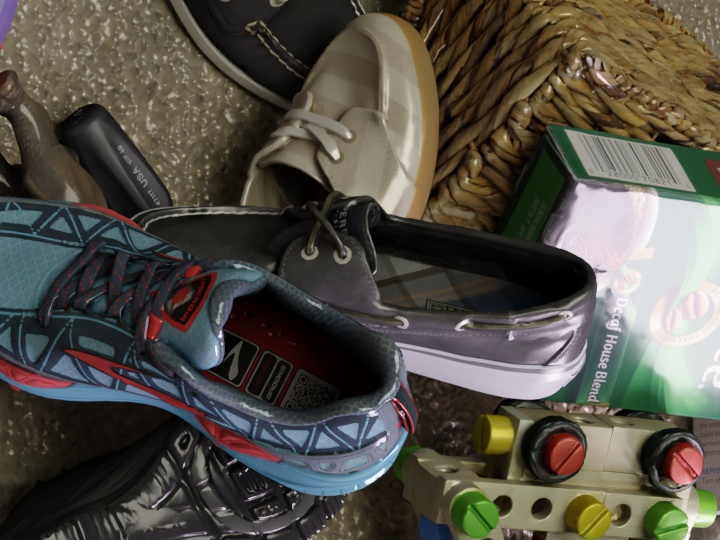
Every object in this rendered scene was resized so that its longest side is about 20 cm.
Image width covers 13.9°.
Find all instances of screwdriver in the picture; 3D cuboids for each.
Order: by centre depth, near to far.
[{"bbox_3d":[-0.067,0.008,1.273,0.200,0.028,0.029,55,25,-29],"label":"screwdriver"}]

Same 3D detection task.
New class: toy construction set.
[{"bbox_3d":[0.087,0.123,1.328,0.200,0.092,0.131,2,105,-41],"label":"toy construction set"}]

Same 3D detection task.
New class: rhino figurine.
[{"bbox_3d":[-0.166,0.022,1.159,0.087,0.060,0.200,45,60,-24],"label":"rhino figurine"}]

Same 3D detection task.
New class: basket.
[{"bbox_3d":[0.094,-0.052,1.370,0.200,0.143,0.149,28,23,-38],"label":"basket"}]

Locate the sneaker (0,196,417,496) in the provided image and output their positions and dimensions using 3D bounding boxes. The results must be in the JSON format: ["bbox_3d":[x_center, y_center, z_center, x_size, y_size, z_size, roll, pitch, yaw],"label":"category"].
[{"bbox_3d":[-0.069,0.013,1.109,0.200,0.096,0.079,20,69,-4],"label":"sneaker"}]

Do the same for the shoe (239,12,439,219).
[{"bbox_3d":[-0.017,-0.018,1.255,0.053,0.070,0.200,23,78,-49],"label":"shoe"}]

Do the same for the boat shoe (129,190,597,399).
[{"bbox_3d":[0.000,0.000,1.185,0.200,0.066,0.070,15,44,-5],"label":"boat shoe"}]

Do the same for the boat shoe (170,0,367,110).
[{"bbox_3d":[-0.051,-0.147,1.278,0.200,0.060,0.074,52,56,-22],"label":"boat shoe"}]

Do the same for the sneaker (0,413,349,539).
[{"bbox_3d":[-0.090,0.095,1.183,0.200,0.091,0.076,-29,107,-27],"label":"sneaker"}]

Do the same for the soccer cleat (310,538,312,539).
[{"bbox_3d":[-0.073,0.177,1.205,0.069,0.078,0.200,33,64,-32],"label":"soccer cleat"}]

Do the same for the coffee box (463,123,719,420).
[{"bbox_3d":[0.149,0.007,1.310,0.200,0.123,0.044,9,34,-28],"label":"coffee box"}]

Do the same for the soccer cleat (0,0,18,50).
[{"bbox_3d":[-0.148,-0.157,1.178,0.067,0.076,0.200,20,73,-7],"label":"soccer cleat"}]

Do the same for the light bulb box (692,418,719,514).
[{"bbox_3d":[0.273,0.021,1.488,0.198,0.125,0.200,5,80,-39],"label":"light bulb box"}]
